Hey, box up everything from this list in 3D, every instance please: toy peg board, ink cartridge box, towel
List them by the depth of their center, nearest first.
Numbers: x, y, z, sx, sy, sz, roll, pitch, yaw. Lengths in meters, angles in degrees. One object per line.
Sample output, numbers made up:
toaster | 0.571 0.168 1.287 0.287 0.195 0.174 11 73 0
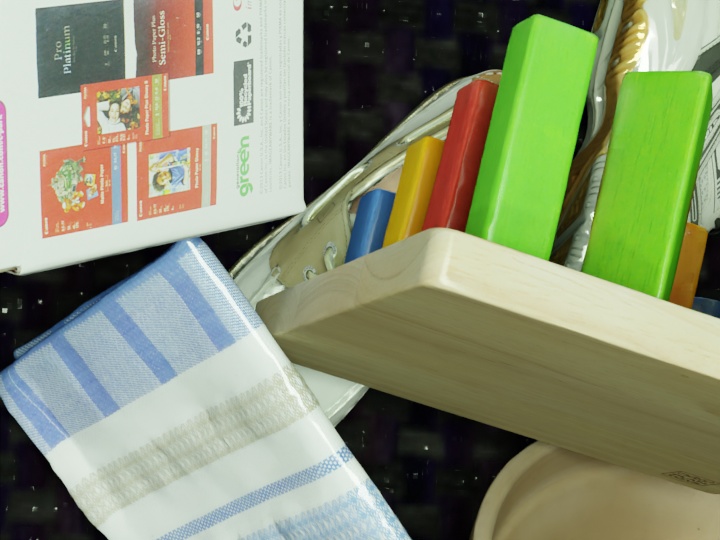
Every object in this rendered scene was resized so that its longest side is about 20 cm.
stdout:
ink cartridge box | -0.105 -0.108 0.723 0.175 0.084 0.201 -14 110 -46
toy peg board | 0.090 0.000 0.761 0.199 0.199 0.098 19 78 -15
towel | -0.046 0.094 0.824 0.024 0.147 0.201 -36 95 -42

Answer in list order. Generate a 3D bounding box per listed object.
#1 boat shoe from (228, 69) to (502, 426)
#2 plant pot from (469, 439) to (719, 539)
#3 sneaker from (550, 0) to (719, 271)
boat shoe | 0.000 0.000 0.867 0.075 0.068 0.200 39 81 -7
plant pot | 0.128 0.154 0.855 0.199 0.201 0.093 8 128 -11
sneaker | 0.123 -0.030 0.890 0.087 0.076 0.201 20 86 -13
